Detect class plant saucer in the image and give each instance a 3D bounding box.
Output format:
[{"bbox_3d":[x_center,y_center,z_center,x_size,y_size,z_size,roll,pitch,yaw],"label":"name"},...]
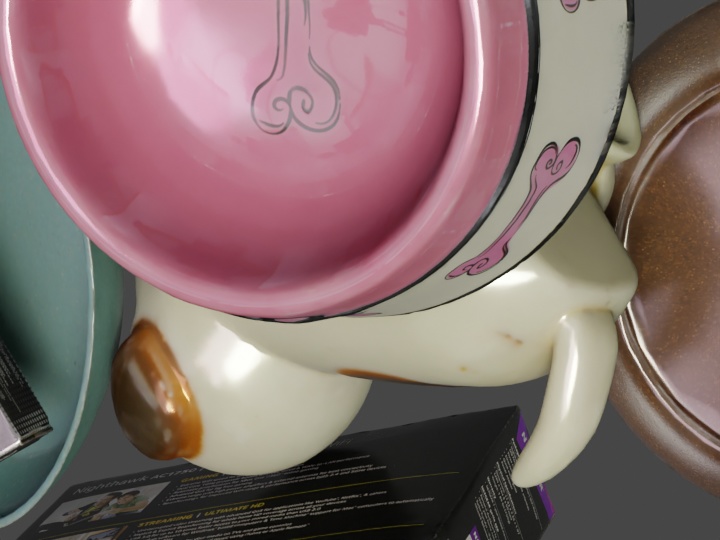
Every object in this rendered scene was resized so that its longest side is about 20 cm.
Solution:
[{"bbox_3d":[0.162,-0.002,0.913,0.200,0.032,0.201,5,103,20],"label":"plant saucer"},{"bbox_3d":[-0.146,-0.002,0.997,0.200,0.036,0.200,9,102,49],"label":"plant saucer"}]

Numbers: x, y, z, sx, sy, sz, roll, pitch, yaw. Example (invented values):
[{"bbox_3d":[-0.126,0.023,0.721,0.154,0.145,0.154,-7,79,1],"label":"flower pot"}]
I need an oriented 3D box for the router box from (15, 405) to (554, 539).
[{"bbox_3d":[-0.045,0.113,0.950,0.200,0.149,0.051,-11,106,24],"label":"router box"}]

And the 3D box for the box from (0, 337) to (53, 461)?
[{"bbox_3d":[-0.229,0.014,0.930,0.160,0.044,0.200,-32,89,9],"label":"box"}]

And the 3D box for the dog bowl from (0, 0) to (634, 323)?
[{"bbox_3d":[-0.023,-0.074,0.789,0.200,0.074,0.200,7,107,25],"label":"dog bowl"}]

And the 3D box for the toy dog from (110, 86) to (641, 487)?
[{"bbox_3d":[0.000,0.000,0.926,0.200,0.139,0.194,-32,81,37],"label":"toy dog"}]
